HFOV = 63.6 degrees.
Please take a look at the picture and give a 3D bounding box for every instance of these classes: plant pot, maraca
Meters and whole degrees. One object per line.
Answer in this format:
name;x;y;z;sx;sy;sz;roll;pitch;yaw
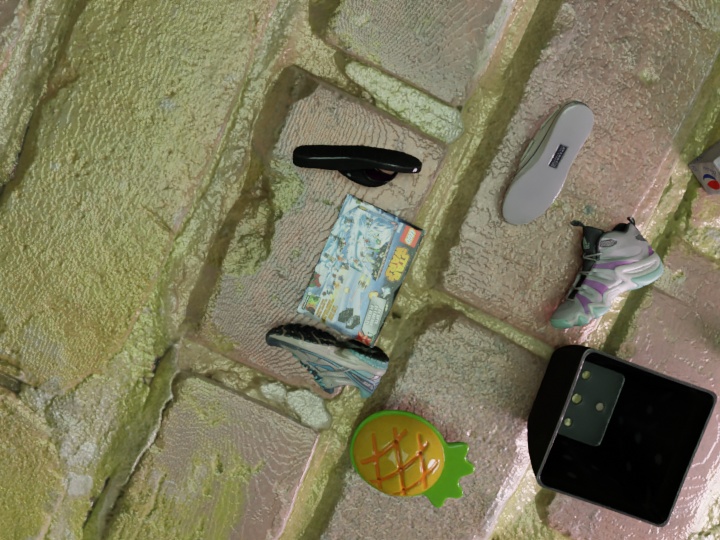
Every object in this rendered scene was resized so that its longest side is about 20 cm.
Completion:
plant pot;0.360;0.220;0.871;0.197;0.177;0.202;19;95;-2
maraca;0.079;0.294;0.907;0.197;0.107;0.139;23;102;-3

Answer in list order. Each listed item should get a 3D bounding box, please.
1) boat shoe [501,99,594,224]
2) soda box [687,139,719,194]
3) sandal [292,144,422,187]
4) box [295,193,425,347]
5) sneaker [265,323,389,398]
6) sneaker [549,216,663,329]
boat shoe;0.278;-0.166;0.887;0.071;0.066;0.202;19;116;-6
soda box;0.615;-0.201;0.888;0.199;0.068;0.064;-38;95;2
sandal;-0.005;-0.159;0.889;0.197;0.076;0.049;5;121;6
box;0.000;0.000;0.911;0.135;0.040;0.202;25;95;-2
sneaker;-0.058;0.146;0.907;0.197;0.078;0.088;18;98;-3
sneaker;0.355;-0.010;0.904;0.198;0.078;0.141;-32;94;-7
